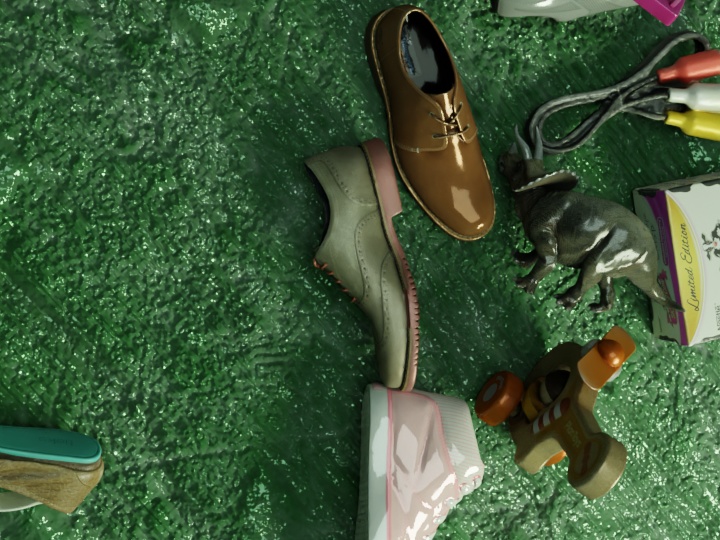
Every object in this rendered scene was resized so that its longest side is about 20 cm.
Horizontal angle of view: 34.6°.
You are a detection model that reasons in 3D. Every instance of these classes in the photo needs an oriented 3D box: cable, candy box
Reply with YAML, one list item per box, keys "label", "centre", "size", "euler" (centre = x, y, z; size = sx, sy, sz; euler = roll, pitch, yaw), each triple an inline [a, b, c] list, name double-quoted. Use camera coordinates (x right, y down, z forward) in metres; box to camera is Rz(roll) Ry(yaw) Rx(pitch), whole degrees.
- label: "cable"
  centre: [0.236, -0.150, 0.974]
  size: [0.199, 0.050, 0.098]
  euler: [-8, 98, -15]
- label: "candy box"
  centre: [0.346, -0.023, 1.007]
  size: [0.199, 0.061, 0.137]
  euler: [-13, 97, -14]

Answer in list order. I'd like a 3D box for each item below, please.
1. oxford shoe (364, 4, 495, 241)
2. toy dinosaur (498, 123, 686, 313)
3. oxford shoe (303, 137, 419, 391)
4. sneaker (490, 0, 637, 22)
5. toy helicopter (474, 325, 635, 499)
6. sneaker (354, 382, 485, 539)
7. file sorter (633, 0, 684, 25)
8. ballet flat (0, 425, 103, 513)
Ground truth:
- label: "oxford shoe"
  centre: [0.061, -0.114, 0.920]
  size: [0.071, 0.071, 0.201]
  euler: [-27, 101, -14]
- label: "toy dinosaur"
  centre: [0.184, -0.022, 0.934]
  size: [0.199, 0.077, 0.103]
  euler: [32, 116, 6]
- label: "oxford shoe"
  centre: [0.000, 0.000, 0.913]
  size: [0.074, 0.070, 0.201]
  euler: [-10, 85, -11]
- label: "sneaker"
  centre: [0.190, -0.244, 0.954]
  size: [0.199, 0.079, 0.074]
  euler: [-7, 59, -28]
- label: "toy helicopter"
  centre: [0.170, 0.110, 0.893]
  size: [0.079, 0.200, 0.132]
  euler: [37, 101, -14]
- label: "sneaker"
  centre: [0.050, 0.193, 0.928]
  size: [0.104, 0.075, 0.202]
  euler: [4, 88, -10]
- label: "file sorter"
  centre: [0.210, -0.321, 0.878]
  size: [0.200, 0.125, 0.139]
  euler: [35, 51, -5]
- label: "ballet flat"
  centre: [-0.291, 0.138, 0.847]
  size: [0.199, 0.068, 0.073]
  euler: [17, 108, -19]
